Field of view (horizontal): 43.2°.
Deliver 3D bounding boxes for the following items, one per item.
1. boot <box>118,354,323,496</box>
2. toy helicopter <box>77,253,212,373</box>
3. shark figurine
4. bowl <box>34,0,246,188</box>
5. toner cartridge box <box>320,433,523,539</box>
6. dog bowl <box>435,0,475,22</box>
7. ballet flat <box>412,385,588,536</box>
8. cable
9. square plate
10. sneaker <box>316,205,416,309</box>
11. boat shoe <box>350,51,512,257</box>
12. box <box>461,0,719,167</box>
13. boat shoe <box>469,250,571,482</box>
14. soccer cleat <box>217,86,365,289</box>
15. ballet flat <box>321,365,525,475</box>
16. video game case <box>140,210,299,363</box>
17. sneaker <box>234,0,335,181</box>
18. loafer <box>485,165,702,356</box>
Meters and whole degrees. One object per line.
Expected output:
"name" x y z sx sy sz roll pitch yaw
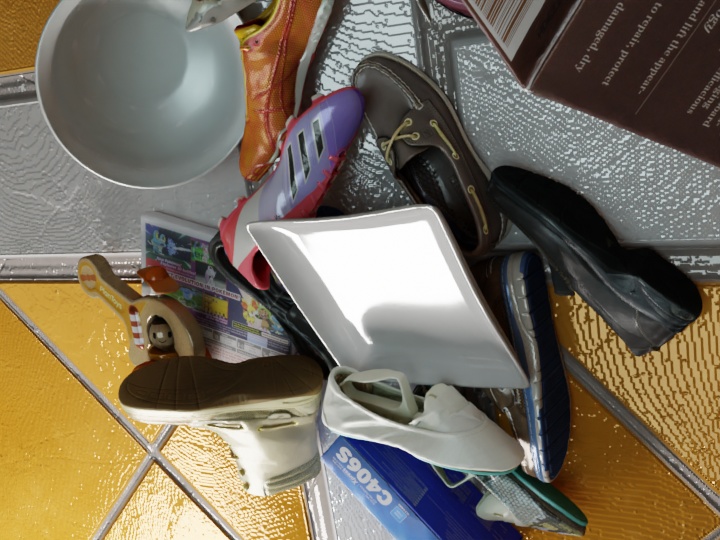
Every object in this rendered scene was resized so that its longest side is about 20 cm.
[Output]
"boot" -0.135 0.160 0.912 0.195 0.074 0.158 -4 131 -6
"toy helicopter" -0.234 0.038 0.955 0.199 0.078 0.134 35 127 27
"shark figurine" -0.030 -0.237 0.701 0.211 0.089 0.130 4 67 38
"bowl" -0.198 -0.186 0.842 0.197 0.091 0.205 -9 119 -16
"toner cartridge box" 0.060 0.219 0.872 0.200 0.095 0.043 46 124 7
"dog bowl" 0.103 -0.282 0.677 0.197 0.074 0.204 10 113 26
"ballet flat" 0.116 0.187 0.842 0.200 0.072 0.073 42 122 15
"cable" -0.064 0.034 0.892 0.199 0.050 0.098 36 136 6
"square plate" 0.025 0.022 0.760 0.195 0.029 0.201 -2 132 39
"sneaker" 0.000 0.000 0.840 0.198 0.070 0.079 20 148 36
"boat shoe" 0.054 -0.100 0.778 0.071 0.059 0.202 -35 89 34
"box" 0.188 -0.189 0.559 0.197 0.167 0.166 13 124 -27
"boat shoe" 0.137 0.085 0.802 0.071 0.072 0.204 -5 96 34
"soccer cleat" -0.052 -0.071 0.794 0.200 0.066 0.077 -46 65 27
"ballet flat" 0.048 0.125 0.794 0.197 0.069 0.071 9 113 31
"video game case" -0.151 0.047 0.967 0.197 0.023 0.186 16 115 24
"sneaker" -0.082 -0.178 0.807 0.076 0.073 0.203 12 109 -15
"loafer" 0.177 -0.007 0.741 0.199 0.073 0.073 41 127 11
